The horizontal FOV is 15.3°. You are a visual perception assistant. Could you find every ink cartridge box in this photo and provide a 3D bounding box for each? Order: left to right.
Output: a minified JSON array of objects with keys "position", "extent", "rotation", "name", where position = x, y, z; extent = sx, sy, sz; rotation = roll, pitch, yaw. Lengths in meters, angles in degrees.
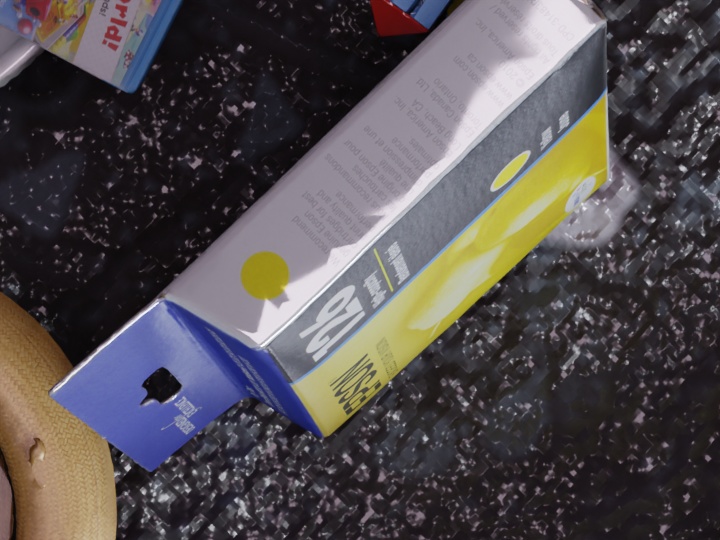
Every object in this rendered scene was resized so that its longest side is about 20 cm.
[{"position":[0.000,0.000,0.889],"extent":[0.047,0.198,0.200],"rotation":[44,86,11],"name":"ink cartridge box"}]

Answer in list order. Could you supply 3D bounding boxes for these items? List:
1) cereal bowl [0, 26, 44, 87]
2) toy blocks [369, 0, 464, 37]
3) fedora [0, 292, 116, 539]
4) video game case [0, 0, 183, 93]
[{"position":[-0.179,-0.145,0.933],"extent":[0.198,0.083,0.202],"rotation":[0,90,-4],"name":"cereal bowl"},{"position":[0.060,-0.135,0.913],"extent":[0.100,0.200,0.137],"rotation":[35,102,-2],"name":"toy blocks"},{"position":[-0.178,0.090,0.930],"extent":[0.199,0.082,0.202],"rotation":[0,92,-2],"name":"fedora"},{"position":[-0.129,-0.165,0.863],"extent":[0.199,0.018,0.144],"rotation":[28,108,-3],"name":"video game case"}]
